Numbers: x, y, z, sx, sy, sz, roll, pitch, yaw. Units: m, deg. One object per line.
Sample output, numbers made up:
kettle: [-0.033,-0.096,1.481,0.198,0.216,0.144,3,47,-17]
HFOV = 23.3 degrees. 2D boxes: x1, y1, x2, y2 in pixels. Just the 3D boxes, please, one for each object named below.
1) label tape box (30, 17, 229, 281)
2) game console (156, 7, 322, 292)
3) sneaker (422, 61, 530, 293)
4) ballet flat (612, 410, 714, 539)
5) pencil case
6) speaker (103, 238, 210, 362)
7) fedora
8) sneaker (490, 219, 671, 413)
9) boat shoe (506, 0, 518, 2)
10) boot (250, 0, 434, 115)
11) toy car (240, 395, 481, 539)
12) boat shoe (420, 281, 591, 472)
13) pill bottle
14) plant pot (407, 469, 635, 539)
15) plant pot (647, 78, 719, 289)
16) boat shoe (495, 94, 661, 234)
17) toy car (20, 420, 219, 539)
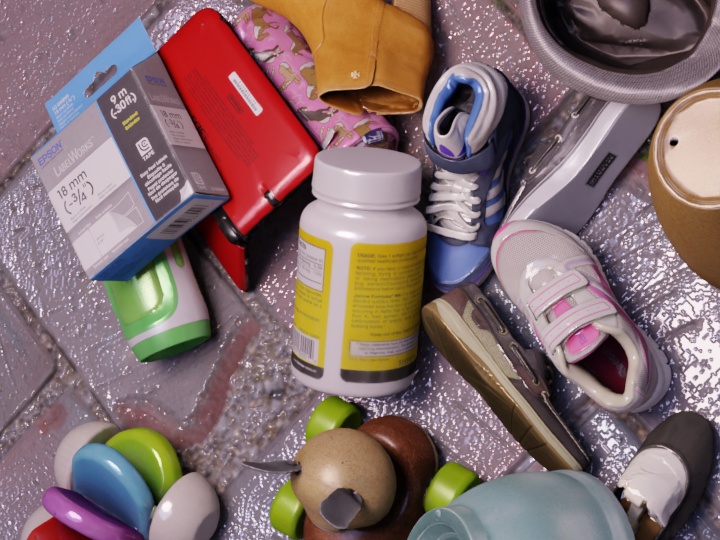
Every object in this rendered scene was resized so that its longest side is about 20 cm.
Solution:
label tape box: [-0.225,-0.112,1.591,0.144,0.063,0.201,-37,72,26]
game console: [-0.125,-0.112,1.640,0.172,0.119,0.201,-42,69,13]
sneaker: [0.081,-0.083,1.520,0.080,0.146,0.202,18,91,26]
ballet flat: [0.231,0.208,1.457,0.068,0.068,0.201,31,97,25]
pencil case: [-0.051,-0.161,1.623,0.083,0.087,0.200,-39,66,-5]
speaker: [-0.210,-0.018,1.674,0.088,0.088,0.202,-23,82,21]
fedora: [0.234,-0.226,1.478,0.198,0.090,0.179,13,91,18]
sneaker: [0.184,0.038,1.465,0.081,0.088,0.200,-44,85,14]
boat shoe: [0.197,-0.310,1.542,0.201,0.074,0.065,-35,28,20]
boot: [-0.032,-0.213,1.579,0.199,0.071,0.145,10,55,1]
toy car: [-0.018,0.198,1.503,0.163,0.200,0.159,26,95,26]
boat shoe: [0.137,0.092,1.515,0.066,0.072,0.201,-38,78,-15]
pill bottle: [0.000,0.000,1.537,0.113,0.114,0.202,13,109,26]
plant pot: [0.114,0.257,1.421,0.200,0.133,0.202,-27,58,55]
plant pot: [0.302,-0.081,1.387,0.185,0.200,0.188,-4,81,25]
boat shoe: [0.177,-0.091,1.524,0.201,0.070,0.066,-54,46,15]
toy car: [-0.244,0.242,1.633,0.174,0.150,0.201,27,95,26]
